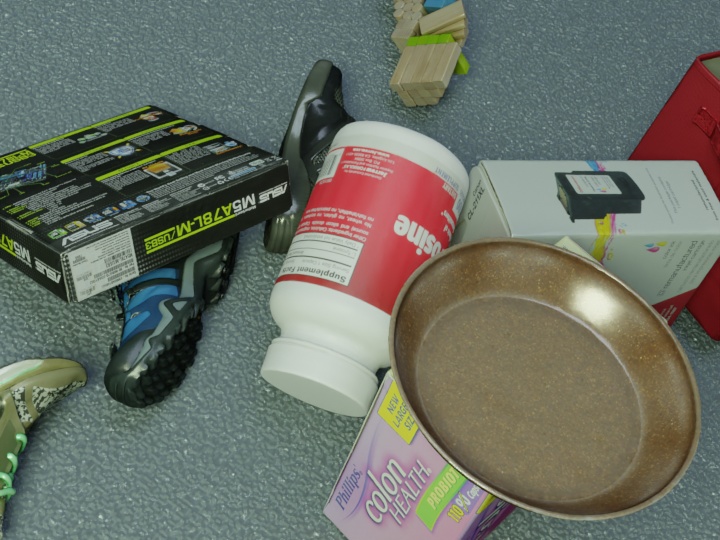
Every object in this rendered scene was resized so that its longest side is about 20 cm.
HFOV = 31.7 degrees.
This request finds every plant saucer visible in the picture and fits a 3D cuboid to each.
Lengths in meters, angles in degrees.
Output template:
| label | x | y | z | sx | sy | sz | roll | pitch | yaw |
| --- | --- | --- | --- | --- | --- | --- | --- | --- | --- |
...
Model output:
| label | x | y | z | sx | sy | sz | roll | pitch | yaw |
| --- | --- | --- | --- | --- | --- | --- | --- | --- | --- |
| plant saucer | 0.108 | 0.068 | 0.771 | 0.199 | 0.037 | 0.201 | 9 | 50 | -11 |

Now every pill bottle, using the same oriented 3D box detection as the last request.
| label | x | y | z | sx | sy | sz | roll | pitch | yaw |
| --- | --- | --- | --- | --- | --- | --- | --- | --- | --- |
| pill bottle | 0.000 | 0.000 | 0.945 | 0.112 | 0.112 | 0.201 | 21 | 73 | 0 |

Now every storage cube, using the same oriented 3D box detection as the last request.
| label | x | y | z | sx | sy | sz | roll | pitch | yaw |
| --- | --- | --- | --- | --- | --- | --- | --- | --- | --- |
| storage cube | 0.348 | -0.074 | 1.103 | 0.199 | 0.180 | 0.171 | -16 | 58 | -38 |

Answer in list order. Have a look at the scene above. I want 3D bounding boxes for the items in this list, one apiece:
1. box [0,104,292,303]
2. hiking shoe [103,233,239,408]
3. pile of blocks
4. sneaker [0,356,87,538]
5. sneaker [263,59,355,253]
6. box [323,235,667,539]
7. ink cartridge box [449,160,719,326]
| label | x | y | z | sx | sy | sz | roll | pitch | yaw |
| --- | --- | --- | --- | --- | --- | --- | --- | --- | --- |
| box | -0.186 | -0.059 | 0.958 | 0.200 | 0.048 | 0.193 | -27 | 33 | -35 |
| hiking shoe | -0.157 | 0.025 | 0.941 | 0.086 | 0.075 | 0.200 | 16 | 37 | 5 |
| pile of blocks | 0.073 | -0.231 | 1.230 | 0.082 | 0.062 | 0.201 | -19 | 49 | 20 |
| sneaker | -0.249 | 0.133 | 0.820 | 0.200 | 0.077 | 0.089 | -37 | 82 | -33 |
| sneaker | -0.015 | -0.090 | 1.079 | 0.114 | 0.076 | 0.200 | 13 | 51 | -10 |
| box | 0.092 | 0.102 | 0.879 | 0.097 | 0.176 | 0.200 | 43 | 50 | 18 |
| ink cartridge box | 0.173 | -0.011 | 1.025 | 0.199 | 0.146 | 0.083 | -2 | 51 | -20 |
